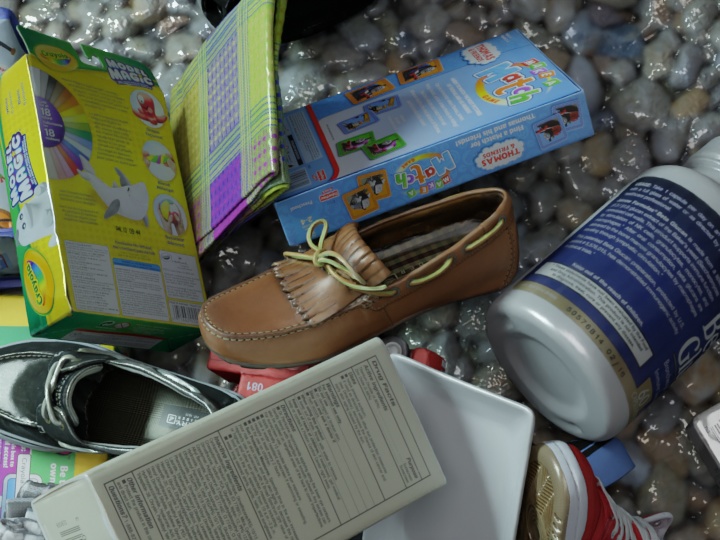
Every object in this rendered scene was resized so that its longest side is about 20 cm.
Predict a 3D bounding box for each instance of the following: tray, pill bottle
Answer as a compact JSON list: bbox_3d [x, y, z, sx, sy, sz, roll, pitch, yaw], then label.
[{"bbox_3d":[0.048,0.155,0.862,0.107,0.022,0.201,20,109,38],"label":"tray"},{"bbox_3d":[0.184,0.004,0.933,0.200,0.111,0.111,-40,76,-19],"label":"pill bottle"}]

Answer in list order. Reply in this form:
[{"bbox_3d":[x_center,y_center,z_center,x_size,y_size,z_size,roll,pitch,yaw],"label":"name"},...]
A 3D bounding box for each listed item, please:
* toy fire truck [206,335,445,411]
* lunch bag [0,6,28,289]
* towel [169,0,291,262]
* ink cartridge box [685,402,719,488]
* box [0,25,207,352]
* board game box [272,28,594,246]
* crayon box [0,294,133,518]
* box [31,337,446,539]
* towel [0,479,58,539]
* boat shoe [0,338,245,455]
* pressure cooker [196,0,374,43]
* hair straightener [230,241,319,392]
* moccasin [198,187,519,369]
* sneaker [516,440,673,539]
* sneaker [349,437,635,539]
[{"bbox_3d":[-0.053,0.106,0.921,0.199,0.049,0.142,6,77,16],"label":"toy fire truck"},{"bbox_3d":[-0.311,-0.070,0.986,0.199,0.124,0.171,-7,71,4],"label":"lunch bag"},{"bbox_3d":[-0.085,-0.088,0.949,0.023,0.200,0.144,5,70,-23],"label":"towel"},{"bbox_3d":[0.335,0.123,0.934,0.199,0.045,0.177,-29,75,-3],"label":"ink cartridge box"},{"bbox_3d":[-0.166,-0.052,0.938,0.048,0.117,0.201,-27,66,35],"label":"box"},{"bbox_3d":[0.033,-0.091,0.964,0.199,0.151,0.037,-21,115,-1],"label":"board game box"},{"bbox_3d":[-0.241,0.118,0.966,0.172,0.058,0.201,1,76,3],"label":"crayon box"},{"bbox_3d":[-0.060,0.118,0.794,0.200,0.078,0.095,-21,85,-38],"label":"box"},{"bbox_3d":[-0.131,0.219,0.876,0.199,0.086,0.166,13,109,-7],"label":"towel"},{"bbox_3d":[-0.159,0.074,0.894,0.199,0.071,0.072,5,76,17],"label":"boat shoe"},{"bbox_3d":[-0.062,-0.276,0.996,0.175,0.179,0.200,-29,76,-1],"label":"pressure cooker"},{"bbox_3d":[-0.048,0.083,0.971,0.077,0.041,0.200,30,79,11],"label":"hair straightener"},{"bbox_3d":[0.000,0.001,0.881,0.201,0.078,0.074,-15,43,-8],"label":"moccasin"},{"bbox_3d":[0.150,0.158,0.870,0.112,0.200,0.071,-11,49,-6],"label":"sneaker"},{"bbox_3d":[0.069,0.132,0.936,0.199,0.070,0.078,-21,80,-2],"label":"sneaker"}]
